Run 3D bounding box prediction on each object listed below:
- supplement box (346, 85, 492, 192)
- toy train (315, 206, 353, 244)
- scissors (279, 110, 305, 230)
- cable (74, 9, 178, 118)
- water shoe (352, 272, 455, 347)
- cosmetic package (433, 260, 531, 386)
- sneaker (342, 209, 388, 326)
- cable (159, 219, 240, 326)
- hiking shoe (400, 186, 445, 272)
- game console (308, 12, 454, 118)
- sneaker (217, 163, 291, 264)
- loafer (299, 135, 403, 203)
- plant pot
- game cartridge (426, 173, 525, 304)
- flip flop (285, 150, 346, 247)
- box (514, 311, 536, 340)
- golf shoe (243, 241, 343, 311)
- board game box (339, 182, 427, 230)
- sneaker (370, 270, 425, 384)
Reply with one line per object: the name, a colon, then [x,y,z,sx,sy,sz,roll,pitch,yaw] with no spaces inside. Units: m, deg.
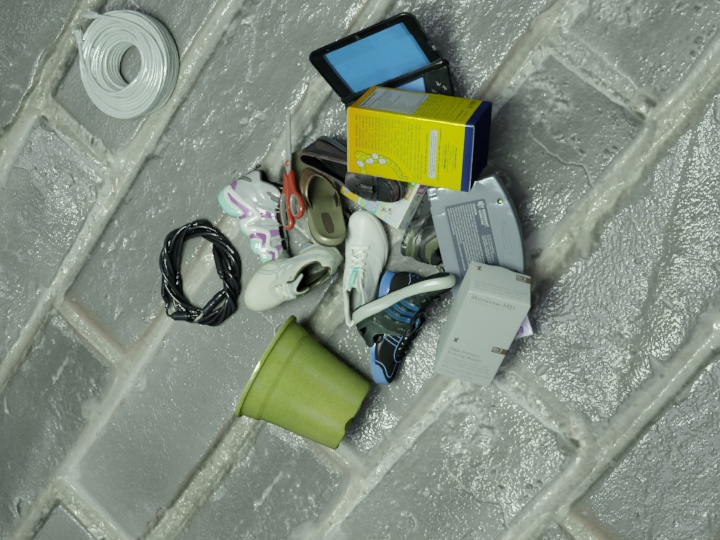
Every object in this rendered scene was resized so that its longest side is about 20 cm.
supplement box: [0.090,-0.204,1.290,0.199,0.109,0.110,12,124,19]
toy train: [-0.075,-0.030,1.493,0.034,0.046,0.200,39,107,13]
scissors: [-0.128,-0.171,1.452,0.073,0.014,0.201,-29,67,54]
cable: [-0.438,-0.387,1.583,0.199,0.069,0.201,5,98,20]
water shoe: [0.080,0.065,1.369,0.199,0.071,0.079,-24,89,34]
cosmetic package: [0.191,0.087,1.333,0.101,0.074,0.201,14,135,-1]
sneaker: [0.000,0.000,1.437,0.075,0.088,0.201,5,103,20]
cable: [-0.302,0.005,1.582,0.162,0.051,0.201,10,99,19]
hiking shoe: [0.147,-0.097,1.397,0.100,0.076,0.201,28,111,3]
game console: [0.036,-0.286,1.345,0.199,0.118,0.172,-14,82,31]
sneaker: [-0.147,-0.098,1.499,0.140,0.078,0.200,-37,94,10]
loafer: [-0.019,-0.158,1.398,0.200,0.063,0.072,34,139,30]
plant pot: [-0.089,0.210,1.462,0.184,0.200,0.201,30,105,4]
game cartridge: [0.191,-0.048,1.336,0.132,0.041,0.201,-9,104,24]
flip flop: [-0.072,-0.131,1.437,0.081,0.058,0.201,-9,58,-15]
box: [0.238,0.013,1.382,0.039,0.041,0.201,-19,88,21]
golf shoe: [-0.123,0.018,1.439,0.200,0.097,0.078,-33,110,16]
board game box: [0.063,-0.188,1.415,0.134,0.034,0.201,34,107,27]
sneaker: [0.068,0.102,1.440,0.078,0.070,0.201,9,98,27]
